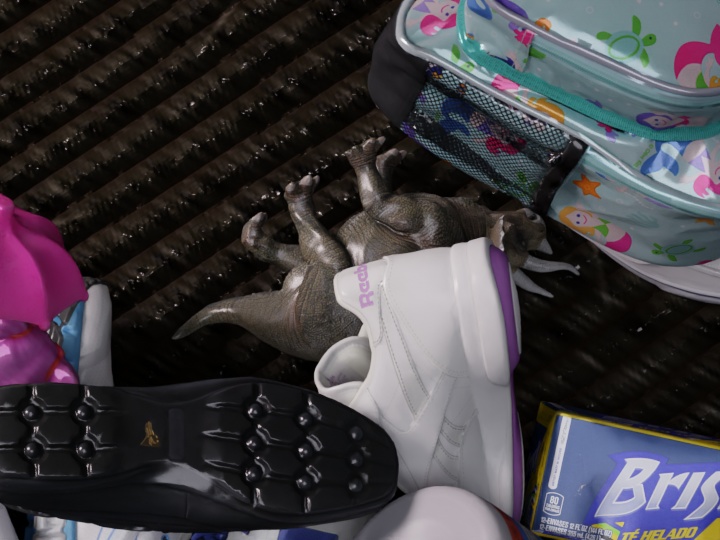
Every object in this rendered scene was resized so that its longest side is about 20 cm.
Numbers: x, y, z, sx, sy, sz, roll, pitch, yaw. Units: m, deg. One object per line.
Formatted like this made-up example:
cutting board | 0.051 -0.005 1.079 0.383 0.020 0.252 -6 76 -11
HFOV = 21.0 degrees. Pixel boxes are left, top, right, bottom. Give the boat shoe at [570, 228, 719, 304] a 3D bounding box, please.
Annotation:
boat shoe | 0.137 -0.036 0.969 0.200 0.065 0.074 21 92 -3

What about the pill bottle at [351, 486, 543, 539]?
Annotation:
pill bottle | 0.084 0.193 0.925 0.200 0.112 0.112 36 92 -35

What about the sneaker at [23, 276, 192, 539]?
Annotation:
sneaker | -0.126 0.103 0.977 0.086 0.075 0.201 2 95 -16

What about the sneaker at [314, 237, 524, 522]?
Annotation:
sneaker | 0.030 0.071 0.947 0.099 0.075 0.200 -5 123 2

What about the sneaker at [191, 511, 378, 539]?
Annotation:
sneaker | -0.065 0.152 0.946 0.199 0.081 0.115 -23 99 -24

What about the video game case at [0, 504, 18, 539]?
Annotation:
video game case | -0.177 0.228 0.915 0.143 0.018 0.200 -49 54 30

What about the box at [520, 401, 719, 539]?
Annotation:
box | 0.183 0.118 0.975 0.200 0.070 0.064 12 90 -2

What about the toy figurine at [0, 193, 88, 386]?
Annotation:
toy figurine | -0.205 0.043 0.905 0.184 0.150 0.200 -21 116 22

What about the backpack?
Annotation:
backpack | 0.128 -0.107 0.877 0.200 0.151 0.178 33 66 -3

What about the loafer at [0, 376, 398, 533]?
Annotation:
loafer | -0.083 0.086 0.886 0.200 0.070 0.068 5 69 -14

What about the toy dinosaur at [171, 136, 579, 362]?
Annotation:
toy dinosaur | 0.000 0.000 0.964 0.200 0.077 0.102 -27 81 -4
